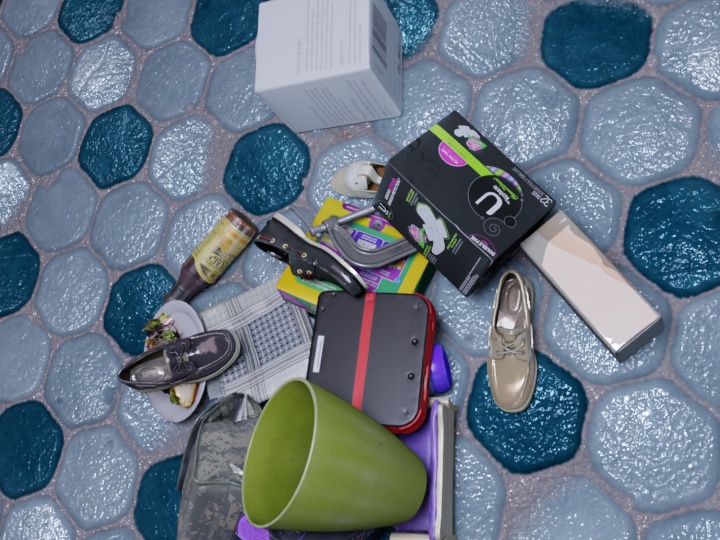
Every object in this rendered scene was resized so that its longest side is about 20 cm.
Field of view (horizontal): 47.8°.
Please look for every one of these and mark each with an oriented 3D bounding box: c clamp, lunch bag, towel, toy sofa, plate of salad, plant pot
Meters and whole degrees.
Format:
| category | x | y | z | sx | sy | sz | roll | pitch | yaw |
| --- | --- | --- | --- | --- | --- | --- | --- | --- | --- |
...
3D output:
| category | x | y | z | sx | sy | sz | roll | pitch | yaw |
| --- | --- | --- | --- | --- | --- | --- | --- | --- | --- |
| c clamp | 0.019 | -0.075 | 1.216 | 0.200 | 0.027 | 0.171 | -18 | 50 | -19 |
| lunch bag | -0.202 | 0.296 | 1.181 | 0.200 | 0.117 | 0.164 | -100 | 25 | -59 |
| towel | -0.168 | 0.116 | 1.283 | 0.200 | 0.035 | 0.193 | -26 | 66 | 14 |
| toy sofa | 0.086 | 0.278 | 1.133 | 0.083 | 0.098 | 0.200 | -3 | 74 | 21 |
| plate of salad | -0.314 | 0.148 | 1.333 | 0.200 | 0.048 | 0.200 | -5 | 84 | 46 |
| plant pot | -0.021 | 0.256 | 1.046 | 0.187 | 0.200 | 0.187 | -43 | 35 | 41 |

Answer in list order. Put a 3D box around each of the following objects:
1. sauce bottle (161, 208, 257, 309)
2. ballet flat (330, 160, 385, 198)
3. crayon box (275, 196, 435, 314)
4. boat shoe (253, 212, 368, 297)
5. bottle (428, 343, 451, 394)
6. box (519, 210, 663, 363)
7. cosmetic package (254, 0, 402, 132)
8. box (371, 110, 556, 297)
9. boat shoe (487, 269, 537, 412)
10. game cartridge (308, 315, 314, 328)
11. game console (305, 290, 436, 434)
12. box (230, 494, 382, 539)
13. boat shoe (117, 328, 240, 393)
| category | x | y | z | sx | sy | sz | roll | pitch | yaw |
| --- | --- | --- | --- | --- | --- | --- | --- | --- | --- |
| sauce bottle | -0.259 | -0.013 | 1.383 | 0.066 | 0.066 | 0.200 | 44 | 98 | 27 |
| ballet flat | 0.036 | -0.151 | 1.299 | 0.200 | 0.062 | 0.068 | 7 | 69 | 24 |
| crayon box | 0.000 | 0.000 | 1.244 | 0.200 | 0.058 | 0.173 | 22 | 72 | 20 |
| boat shoe | -0.073 | -0.012 | 1.191 | 0.201 | 0.074 | 0.063 | 33 | 76 | 29 |
| bottle | 0.030 | 0.157 | 1.185 | 0.200 | 0.084 | 0.065 | -11 | 60 | 9 |
| box | 0.316 | 0.023 | 1.116 | 0.078 | 0.095 | 0.200 | -40 | 65 | 7 |
| cosmetic package | -0.049 | -0.345 | 1.335 | 0.200 | 0.165 | 0.165 | -5 | 72 | 21 |
| box | 0.142 | -0.095 | 1.153 | 0.200 | 0.124 | 0.149 | 45 | 64 | 11 |
| boat shoe | 0.212 | 0.099 | 1.151 | 0.072 | 0.065 | 0.200 | 1 | 75 | 23 |
| game cartridge | -0.095 | 0.139 | 1.285 | 0.200 | 0.042 | 0.133 | 30 | 92 | 27 |
| game console | 0.012 | 0.124 | 1.145 | 0.177 | 0.031 | 0.200 | 1 | 69 | 19 |
| box | -0.071 | 0.362 | 1.105 | 0.122 | 0.200 | 0.106 | 32 | 114 | 27 |
| boat shoe | -0.280 | 0.141 | 1.246 | 0.200 | 0.065 | 0.072 | -18 | 78 | 16 |
